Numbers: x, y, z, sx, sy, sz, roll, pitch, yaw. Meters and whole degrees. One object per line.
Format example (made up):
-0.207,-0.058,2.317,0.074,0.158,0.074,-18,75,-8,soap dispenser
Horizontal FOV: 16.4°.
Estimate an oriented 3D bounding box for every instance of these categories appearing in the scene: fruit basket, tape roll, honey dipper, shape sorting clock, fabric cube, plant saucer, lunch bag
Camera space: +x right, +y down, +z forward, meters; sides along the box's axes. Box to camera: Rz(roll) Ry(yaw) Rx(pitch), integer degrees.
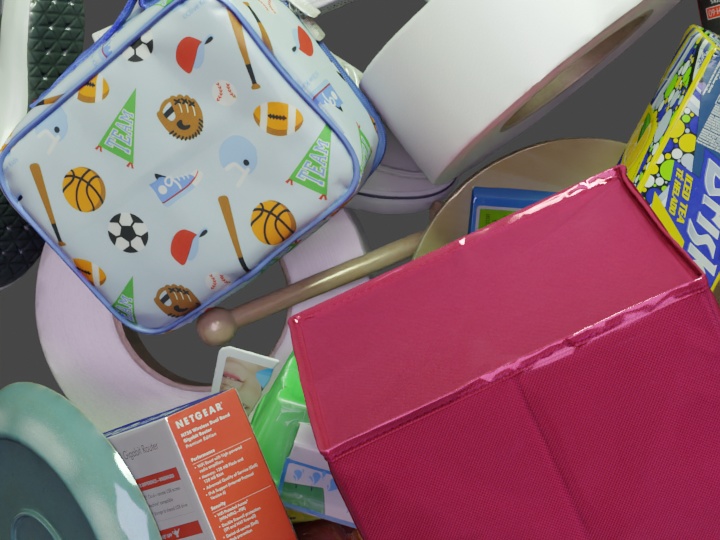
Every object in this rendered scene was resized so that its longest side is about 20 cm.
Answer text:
-0.011,0.148,1.405,0.185,0.094,0.200,17,117,2,fruit basket
0.097,-0.134,1.357,0.202,0.202,0.071,-38,85,6,tape roll
0.000,0.000,1.415,0.200,0.038,0.038,-24,87,-16,honey dipper
0.122,0.023,1.419,0.199,0.039,0.201,-1,98,-7,shape sorting clock
0.098,0.096,1.227,0.200,0.196,0.200,-24,108,3,fabric cube
-0.090,0.016,1.463,0.202,0.037,0.203,0,91,7,tape roll
-0.170,0.161,1.406,0.027,0.200,0.201,-22,86,-35,plant saucer
-0.092,-0.071,1.354,0.200,0.076,0.160,-36,99,27,lunch bag

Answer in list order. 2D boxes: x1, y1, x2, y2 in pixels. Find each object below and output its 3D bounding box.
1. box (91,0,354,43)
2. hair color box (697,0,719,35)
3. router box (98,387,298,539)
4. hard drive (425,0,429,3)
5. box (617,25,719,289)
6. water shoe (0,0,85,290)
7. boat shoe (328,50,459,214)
-0.058,-0.157,1.458,0.200,0.039,0.042,-23,89,7,box
0.257,-0.072,1.384,0.101,0.061,0.201,-13,88,48,hair color box
-0.102,0.171,1.386,0.049,0.200,0.180,-22,91,-35,router box
0.008,-0.240,1.412,0.200,0.132,0.026,42,133,5,hard drive
0.164,-0.025,1.341,0.064,0.070,0.200,25,103,-9,box
-0.214,-0.088,1.474,0.079,0.071,0.201,15,93,35,water shoe
-0.028,-0.096,1.414,0.200,0.066,0.072,27,63,-9,boat shoe
